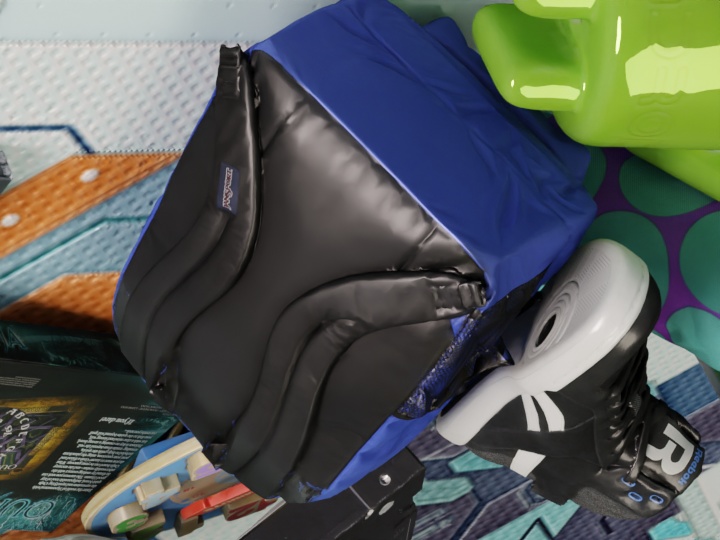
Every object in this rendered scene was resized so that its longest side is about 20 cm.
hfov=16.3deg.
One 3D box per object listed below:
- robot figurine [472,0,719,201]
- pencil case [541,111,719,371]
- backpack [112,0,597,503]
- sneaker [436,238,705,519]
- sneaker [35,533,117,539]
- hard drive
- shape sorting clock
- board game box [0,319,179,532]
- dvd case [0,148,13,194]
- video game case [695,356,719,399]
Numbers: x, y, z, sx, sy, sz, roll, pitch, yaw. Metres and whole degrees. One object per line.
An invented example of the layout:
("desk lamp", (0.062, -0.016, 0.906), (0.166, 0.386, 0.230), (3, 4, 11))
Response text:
("robot figurine", (0.152, -0.111, 1.084), (0.199, 0.116, 0.176), (-1, 120, -12))
("pencil case", (0.132, -0.009, 1.176), (0.085, 0.199, 0.093), (-20, 126, -47))
("backpack", (0.000, 0.000, 1.120), (0.167, 0.163, 0.200), (-23, 155, -49))
("sneaker", (0.118, 0.055, 1.132), (0.112, 0.073, 0.200), (30, 157, -7))
("sneaker", (-0.177, 0.165, 1.295), (0.199, 0.076, 0.081), (-4, 162, -17))
("hard drive", (-0.055, 0.176, 1.313), (0.200, 0.038, 0.140), (-38, 160, -20))
("shape sorting clock", (-0.050, 0.101, 1.320), (0.199, 0.039, 0.200), (-21, 170, -4))
("board game box", (-0.176, 0.077, 1.213), (0.135, 0.028, 0.200), (-41, 154, 23))
("dvd case", (-0.261, -0.009, 1.041), (0.199, 0.022, 0.146), (7, 136, -43))
("video game case", (0.259, 0.009, 1.324), (0.182, 0.200, 0.022), (-38, 106, 8))
